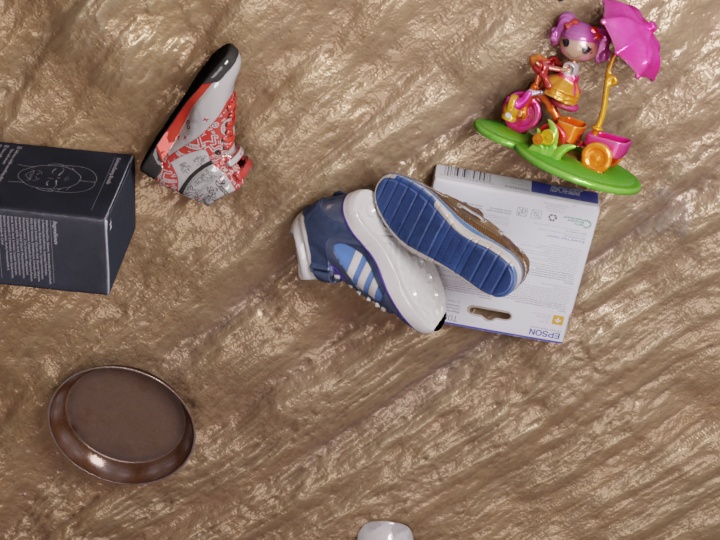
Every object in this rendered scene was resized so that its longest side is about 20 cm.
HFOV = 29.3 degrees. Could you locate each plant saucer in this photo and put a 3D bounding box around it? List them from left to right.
[{"bbox_3d":[-0.315,0.200,1.830,0.199,0.035,0.201,2,123,3],"label":"plant saucer"}]

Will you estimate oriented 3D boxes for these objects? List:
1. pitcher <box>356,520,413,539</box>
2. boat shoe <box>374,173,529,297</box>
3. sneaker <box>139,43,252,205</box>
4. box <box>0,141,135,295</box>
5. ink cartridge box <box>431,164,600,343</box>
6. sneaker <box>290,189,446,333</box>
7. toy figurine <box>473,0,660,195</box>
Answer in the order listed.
[{"bbox_3d":[0.028,0.471,1.875,0.120,0.201,0.173,0,124,6],"label":"pitcher"},{"bbox_3d":[0.104,-0.043,1.560,0.200,0.072,0.072,40,121,13],"label":"boat shoe"},{"bbox_3d":[-0.159,-0.160,1.566,0.108,0.067,0.202,31,124,-15],"label":"sneaker"},{"bbox_3d":[-0.373,-0.064,1.597,0.198,0.149,0.108,6,124,2],"label":"box"},{"bbox_3d":[0.168,-0.018,1.640,0.195,0.043,0.201,10,125,1],"label":"ink cartridge box"},{"bbox_3d":[0.000,0.000,1.636,0.146,0.081,0.201,-18,113,43],"label":"sneaker"},{"bbox_3d":[0.241,-0.205,1.486,0.199,0.150,0.185,25,110,18],"label":"toy figurine"}]
